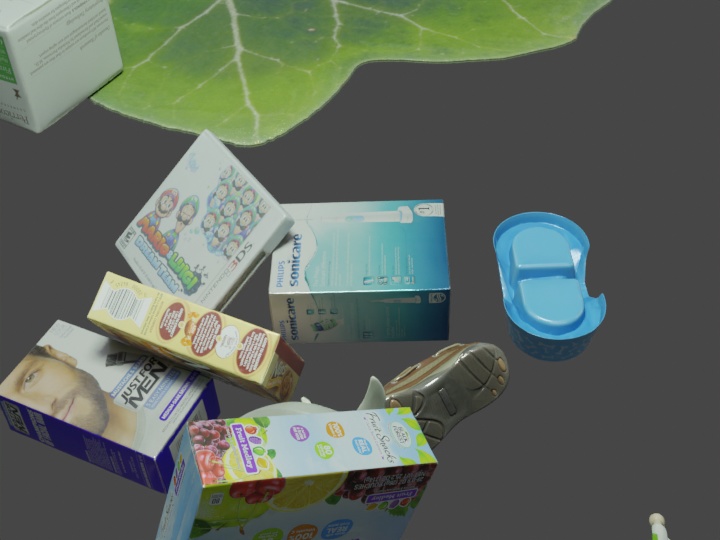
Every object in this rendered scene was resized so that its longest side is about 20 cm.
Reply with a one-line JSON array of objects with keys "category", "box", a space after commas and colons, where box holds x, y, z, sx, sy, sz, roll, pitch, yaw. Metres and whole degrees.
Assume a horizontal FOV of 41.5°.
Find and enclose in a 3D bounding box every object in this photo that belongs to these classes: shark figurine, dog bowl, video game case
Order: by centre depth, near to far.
[{"category": "shark figurine", "box": [-0.055, 0.160, 0.865, 0.210, 0.131, 0.090, 11, 22, 10]}, {"category": "dog bowl", "box": [0.208, 0.018, 1.068, 0.109, 0.050, 0.202, -2, 44, 1]}, {"category": "video game case", "box": [-0.186, -0.043, 1.097, 0.183, 0.024, 0.200, -50, 51, 6]}]

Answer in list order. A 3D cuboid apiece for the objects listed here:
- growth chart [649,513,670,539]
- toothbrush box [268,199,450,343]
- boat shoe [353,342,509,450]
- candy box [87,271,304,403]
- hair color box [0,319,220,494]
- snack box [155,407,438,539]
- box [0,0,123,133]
[{"category": "growth chart", "box": [0.281, 0.286, 0.707, 0.201, 0.018, 0.144, 52, 20, 7]}, {"category": "toothbrush box", "box": [0.000, 0.000, 1.070, 0.195, 0.086, 0.148, -1, 45, 0]}, {"category": "boat shoe", "box": [0.055, 0.135, 0.949, 0.197, 0.077, 0.072, -26, 14, -11]}, {"category": "candy box", "box": [-0.164, 0.071, 0.967, 0.196, 0.116, 0.056, 19, 76, 15]}, {"category": "hair color box", "box": [-0.254, 0.134, 0.962, 0.196, 0.066, 0.110, 15, 47, 20]}, {"category": "snack box", "box": [-0.057, 0.197, 0.770, 0.196, 0.171, 0.068, 2, 38, -27]}, {"category": "box", "box": [-0.494, -0.344, 1.389, 0.196, 0.174, 0.201, 20, 49, 22]}]
